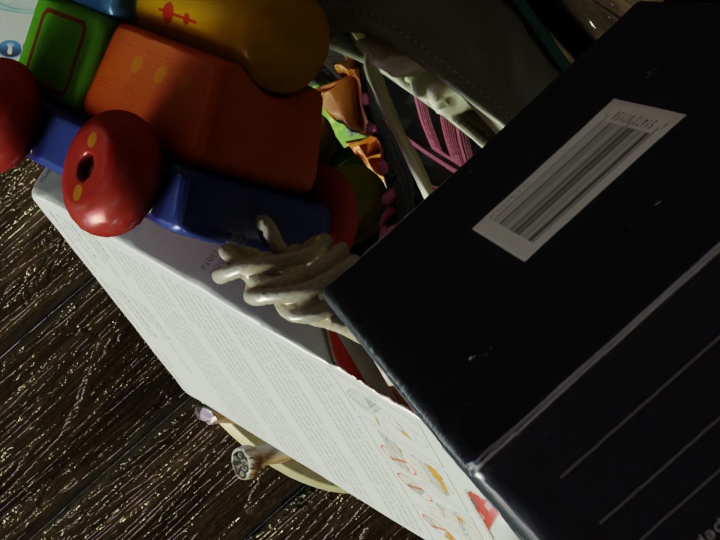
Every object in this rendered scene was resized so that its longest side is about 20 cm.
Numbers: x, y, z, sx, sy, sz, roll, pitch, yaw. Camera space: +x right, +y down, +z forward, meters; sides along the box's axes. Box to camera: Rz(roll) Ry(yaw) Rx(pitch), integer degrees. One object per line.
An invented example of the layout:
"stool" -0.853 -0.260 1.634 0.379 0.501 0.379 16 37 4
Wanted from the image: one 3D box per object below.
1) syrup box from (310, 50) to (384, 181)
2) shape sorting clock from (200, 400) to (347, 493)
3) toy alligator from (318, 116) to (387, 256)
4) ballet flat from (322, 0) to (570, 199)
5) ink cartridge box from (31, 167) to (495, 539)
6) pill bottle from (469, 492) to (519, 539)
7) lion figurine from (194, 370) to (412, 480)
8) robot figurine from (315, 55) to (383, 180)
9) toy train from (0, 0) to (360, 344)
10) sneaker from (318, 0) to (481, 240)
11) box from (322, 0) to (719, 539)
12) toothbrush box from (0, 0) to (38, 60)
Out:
"syrup box" -0.028 -0.078 1.021 0.081 0.079 0.200 -5 -137 -44
"shape sorting clock" -0.022 0.021 1.155 0.199 0.039 0.201 23 -132 -28
"toy alligator" 0.000 0.000 0.836 0.200 0.054 0.059 50 179 42
"ballet flat" 0.062 -0.015 0.639 0.200 0.064 0.067 49 176 15
"ink cartridge box" -0.002 0.036 0.764 0.200 0.050 0.161 27 163 28
"pill bottle" 0.052 0.026 1.089 0.200 0.116 0.116 50 179 17
"lion figurine" 0.025 0.040 0.988 0.200 0.122 0.073 -10 96 51
"robot figurine" 0.070 -0.004 0.855 0.200 0.058 0.145 50 179 17
"toy train" -0.026 -0.058 0.609 0.084 0.116 0.200 13 -172 -38
"sneaker" 0.031 -0.027 0.720 0.200 0.095 0.079 50 -179 24
"box" 0.097 0.050 0.433 0.182 0.104 0.200 48 180 -10
"toothbrush box" -0.161 -0.165 1.007 0.146 0.085 0.201 99 172 -89
